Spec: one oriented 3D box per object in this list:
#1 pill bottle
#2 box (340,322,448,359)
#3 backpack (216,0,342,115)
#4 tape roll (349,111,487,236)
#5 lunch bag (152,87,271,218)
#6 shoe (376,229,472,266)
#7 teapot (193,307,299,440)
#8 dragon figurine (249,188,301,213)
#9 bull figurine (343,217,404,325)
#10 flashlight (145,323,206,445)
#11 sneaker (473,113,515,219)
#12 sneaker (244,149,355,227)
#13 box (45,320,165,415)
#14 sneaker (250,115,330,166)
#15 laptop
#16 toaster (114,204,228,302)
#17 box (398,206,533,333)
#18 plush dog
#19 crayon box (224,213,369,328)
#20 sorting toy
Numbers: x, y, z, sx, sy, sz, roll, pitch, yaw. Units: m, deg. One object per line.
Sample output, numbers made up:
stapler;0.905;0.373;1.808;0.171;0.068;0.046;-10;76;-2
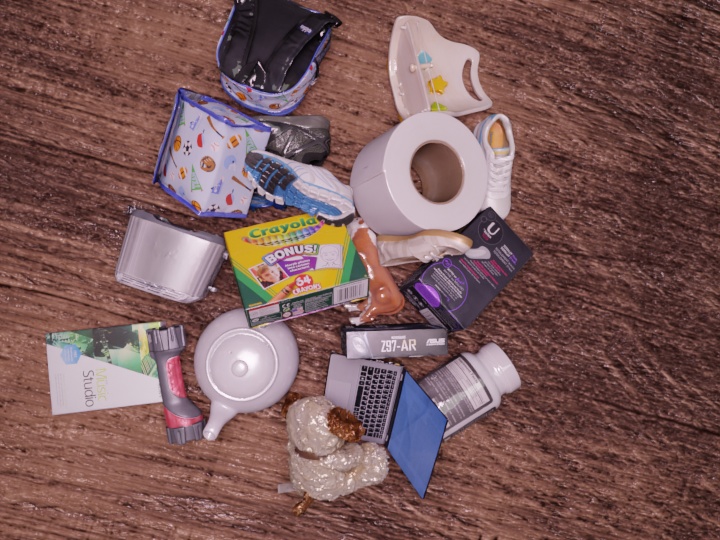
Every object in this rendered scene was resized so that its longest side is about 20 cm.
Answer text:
pill bottle;0.177;0.220;1.006;0.200;0.116;0.116;-30;90;-7
box;0.049;0.118;0.957;0.160;0.200;0.044;-2;87;-4
backpack;-0.159;-0.372;0.980;0.200;0.154;0.191;22;68;4
tape roll;0.100;-0.158;0.976;0.202;0.139;0.203;2;86;-23
lunch bag;-0.270;-0.202;0.948;0.200;0.124;0.170;35;112;34
shoe;0.101;-0.033;0.933;0.070;0.200;0.053;18;79;-39
teapot;-0.196;0.153;0.961;0.197;0.146;0.200;-20;89;-6
dragon figurine;-0.175;-0.137;0.998;0.200;0.099;0.059;5;87;-5
bull figurine;0.000;0.000;1.026;0.121;0.065;0.200;-29;85;1
flashlight;-0.314;0.194;0.969;0.068;0.068;0.200;-6;92;37
sneaker;0.248;-0.191;1.047;0.076;0.081;0.200;-4;89;-7
sneaker;-0.097;-0.149;0.932;0.200;0.075;0.087;28;43;-21
box;-0.444;0.171;0.994;0.200;0.036;0.145;-6;88;-7
sneaker;-0.151;-0.217;1.015;0.199;0.076;0.114;-3;80;-10
laptop;0.028;0.260;0.944;0.200;0.116;0.187;10;119;1
toaster;-0.335;-0.024;0.974;0.200;0.114;0.129;19;88;-5
box;0.187;0.002;1.001;0.200;0.106;0.122;-43;92;-19
plush dog;-0.071;0.284;0.917;0.200;0.160;0.172;6;112;35
crayon box;-0.107;-0.010;0.925;0.200;0.058;0.173;-14;52;-14
sorting toy;0.155;-0.355;1.043;0.180;0.107;0.200;-7;77;-18
